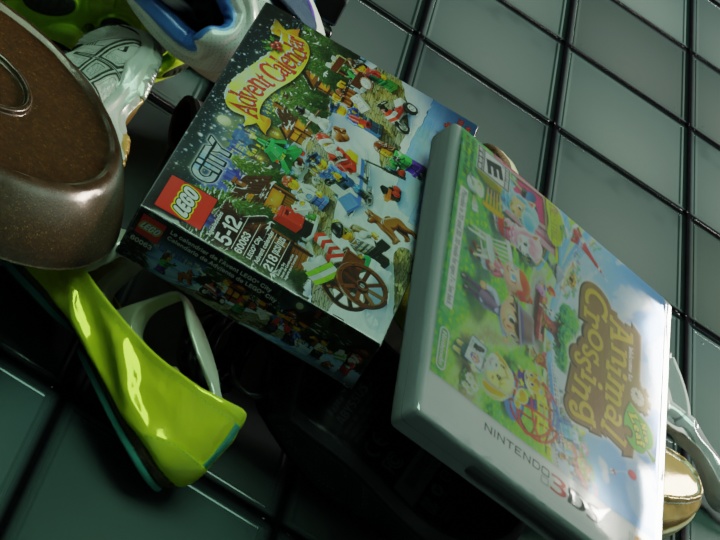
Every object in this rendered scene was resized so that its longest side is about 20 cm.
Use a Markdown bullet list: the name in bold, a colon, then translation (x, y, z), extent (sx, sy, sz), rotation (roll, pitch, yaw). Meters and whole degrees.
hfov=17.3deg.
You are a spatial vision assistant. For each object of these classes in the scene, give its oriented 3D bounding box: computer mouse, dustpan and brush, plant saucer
- **computer mouse**: translation (0.001, 0.078, 1.240), extent (0.200, 0.053, 0.139), rotation (44, 49, 0)
- **dustpan and brush**: translation (0.182, 0.077, 1.466), extent (0.200, 0.057, 0.140), rotation (69, 20, -5)
- **plant saucer**: translation (-0.188, -0.084, 1.138), extent (0.200, 0.034, 0.200), rotation (36, 24, -19)

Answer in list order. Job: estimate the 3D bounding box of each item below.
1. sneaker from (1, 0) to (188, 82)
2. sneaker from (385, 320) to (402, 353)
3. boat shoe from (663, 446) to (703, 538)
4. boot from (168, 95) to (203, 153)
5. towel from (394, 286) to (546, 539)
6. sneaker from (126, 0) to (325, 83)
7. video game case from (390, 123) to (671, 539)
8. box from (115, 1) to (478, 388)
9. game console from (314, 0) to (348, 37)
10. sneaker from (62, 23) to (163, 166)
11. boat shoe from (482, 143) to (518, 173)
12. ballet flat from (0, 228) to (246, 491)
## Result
- **sneaker**: translation (-0.177, -0.171, 1.414), extent (0.200, 0.074, 0.084), rotation (17, 37, -34)
- **sneaker**: translation (0.000, 0.000, 1.323), extent (0.200, 0.079, 0.074), rotation (26, -5, -10)
- **boat shoe**: translation (0.135, 0.107, 1.350), extent (0.200, 0.076, 0.072), rotation (10, 38, -43)
- **boot**: translation (-0.026, -0.027, 1.393), extent (0.132, 0.070, 0.200), rotation (3, 32, -45)
- **towel**: translation (0.073, 0.055, 1.256), extent (0.086, 0.018, 0.200), rotation (-19, 70, -51)
- **sneaker**: translation (-0.098, -0.196, 1.368), extent (0.200, 0.081, 0.146), rotation (64, 18, 13)
- **video game case**: translation (0.095, 0.046, 1.223), extent (0.182, 0.022, 0.200), rotation (38, 40, -28)
- **box**: translation (-0.028, -0.044, 1.228), extent (0.137, 0.038, 0.200), rotation (30, 40, -5)
- **game console**: translation (-0.085, -0.219, 1.556), extent (0.200, 0.118, 0.171), rotation (29, 28, -16)
- **sneaker**: translation (-0.168, -0.096, 1.307), extent (0.088, 0.076, 0.200), rotation (31, 27, -14)
- **boat shoe**: translation (0.083, -0.004, 1.488), extent (0.075, 0.075, 0.202), rotation (50, 21, -25)
- **ballet flat**: translation (-0.123, 0.020, 1.178), extent (0.200, 0.067, 0.067), rotation (53, 0, 25)
